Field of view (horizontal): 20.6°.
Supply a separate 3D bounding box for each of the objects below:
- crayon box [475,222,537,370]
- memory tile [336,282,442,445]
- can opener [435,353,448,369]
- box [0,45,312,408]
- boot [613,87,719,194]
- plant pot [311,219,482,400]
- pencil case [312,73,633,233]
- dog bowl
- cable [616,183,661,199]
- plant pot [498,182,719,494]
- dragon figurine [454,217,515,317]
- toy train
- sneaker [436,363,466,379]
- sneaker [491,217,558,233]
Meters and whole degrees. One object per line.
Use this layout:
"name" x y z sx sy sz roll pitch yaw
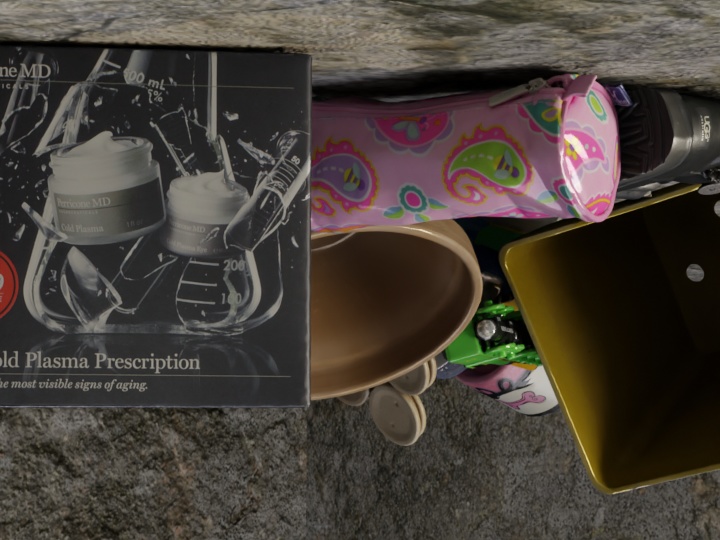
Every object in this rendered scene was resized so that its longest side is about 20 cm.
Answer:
"crayon box" 0.071 0.008 1.603 0.199 0.059 0.119 16 150 -6
"memory tile" 0.002 0.018 1.415 0.153 0.201 0.017 36 -133 28
"can opener" 0.000 0.000 1.514 0.200 0.053 0.067 38 -149 8
"box" -0.128 -0.019 1.033 0.198 0.184 0.104 0 177 -9
"boot" 0.198 -0.072 1.203 0.199 0.066 0.164 -3 -179 -40
"plant pot" -0.027 -0.005 1.298 0.199 0.093 0.201 -11 147 -7
"pencil case" 0.050 -0.066 1.117 0.199 0.088 0.087 -3 176 31
"dog bowl" 0.141 0.027 1.788 0.073 0.202 0.200 12 172 -28
"cable" 0.107 -0.074 1.334 0.199 0.051 0.163 -1 -177 -24
"plant pot" 0.252 0.019 1.445 0.199 0.201 0.176 -18 -169 34
"dragon figurine" 0.072 -0.015 1.460 0.199 0.100 0.059 -7 167 -23
"toy train" 0.103 0.053 1.467 0.056 0.042 0.200 -17 170 14
"sneaker" 0.048 0.006 1.727 0.074 0.201 0.082 -33 -149 -11
"sneaker" 0.127 -0.036 1.640 0.076 0.081 0.200 2 175 -10
